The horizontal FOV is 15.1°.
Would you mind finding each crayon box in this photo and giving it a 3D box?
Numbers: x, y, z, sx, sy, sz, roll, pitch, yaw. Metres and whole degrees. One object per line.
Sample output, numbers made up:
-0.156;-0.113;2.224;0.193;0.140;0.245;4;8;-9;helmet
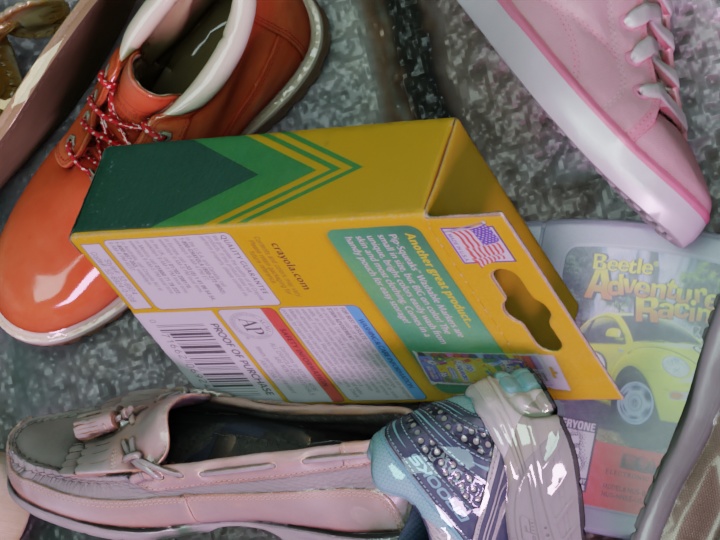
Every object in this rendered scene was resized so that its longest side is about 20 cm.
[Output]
0.000;0.000;1.092;0.199;0.126;0.052;-2;53;31;crayon box

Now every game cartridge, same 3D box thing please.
0.125;0.048;1.136;0.199;0.041;0.134;9;82;14;game cartridge

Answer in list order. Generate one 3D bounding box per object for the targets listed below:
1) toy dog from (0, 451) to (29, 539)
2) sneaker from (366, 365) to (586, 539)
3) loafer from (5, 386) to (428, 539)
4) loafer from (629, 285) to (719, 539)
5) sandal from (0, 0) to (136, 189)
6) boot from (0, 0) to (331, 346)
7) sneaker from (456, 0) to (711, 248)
-0.214;0.161;1.166;0.132;0.096;0.201;37;58;-22;toy dog
0.046;0.135;1.088;0.086;0.078;0.201;-13;113;-7;sneaker
-0.059;0.073;1.132;0.199;0.072;0.063;5;130;19;loafer
0.155;0.085;1.068;0.069;0.075;0.201;17;87;18;loafer
-0.177;-0.065;1.195;0.069;0.078;0.212;32;96;8;sandal
-0.101;-0.054;1.162;0.075;0.107;0.200;40;95;12;boot
0.106;-0.111;1.125;0.104;0.075;0.201;-38;63;7;sneaker
